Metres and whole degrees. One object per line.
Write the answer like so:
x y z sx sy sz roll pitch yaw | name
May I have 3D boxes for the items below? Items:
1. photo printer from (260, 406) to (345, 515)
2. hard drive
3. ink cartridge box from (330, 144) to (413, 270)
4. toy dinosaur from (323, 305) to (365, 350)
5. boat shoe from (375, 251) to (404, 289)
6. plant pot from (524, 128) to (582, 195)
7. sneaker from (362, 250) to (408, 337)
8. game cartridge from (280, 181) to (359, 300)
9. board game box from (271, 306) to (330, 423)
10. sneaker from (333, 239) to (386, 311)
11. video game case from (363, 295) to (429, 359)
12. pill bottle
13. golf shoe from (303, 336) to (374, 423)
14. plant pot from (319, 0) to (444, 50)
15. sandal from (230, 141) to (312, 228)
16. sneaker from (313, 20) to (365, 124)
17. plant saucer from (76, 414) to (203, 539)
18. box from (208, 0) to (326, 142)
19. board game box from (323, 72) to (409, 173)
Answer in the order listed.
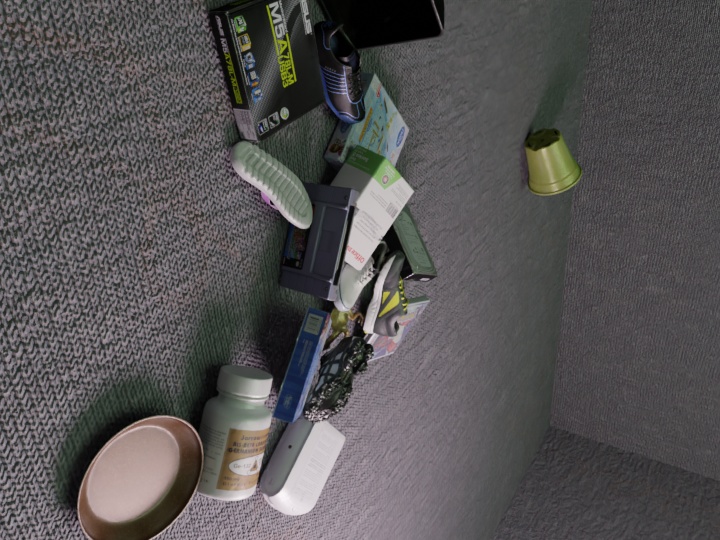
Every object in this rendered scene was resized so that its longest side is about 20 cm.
-0.122 0.405 1.246 0.200 0.069 0.166 -63 146 -21 | photo printer
0.100 -0.072 1.351 0.140 0.038 0.200 6 57 -59 | hard drive
-0.003 -0.121 1.181 0.200 0.084 0.145 -56 146 -2 | ink cartridge box
-0.034 0.089 1.282 0.101 0.058 0.200 22 82 -58 | toy dinosaur
0.066 0.035 1.426 0.065 0.073 0.200 -14 123 -30 | boat shoe
0.687 -0.409 2.179 0.201 0.200 0.184 -57 133 -30 | plant pot
0.069 0.052 1.270 0.074 0.084 0.200 -60 168 -66 | sneaker
-0.079 -0.056 1.081 0.038 0.129 0.201 10 92 -57 | game cartridge
-0.105 0.177 1.127 0.199 0.043 0.200 102 6 -82 | board game box
0.000 0.000 1.256 0.073 0.071 0.200 52 43 -32 | sneaker
0.072 0.144 1.437 0.200 0.023 0.182 -6 132 -58 | video game case
-0.212 0.267 1.001 0.114 0.114 0.201 12 90 -59 | pill bottle
-0.055 0.222 1.230 0.200 0.094 0.078 -51 121 -15 | golf shoe
0.044 -0.539 1.054 0.200 0.200 0.178 52 47 -52 | plant pot
-0.152 -0.145 1.013 0.203 0.050 0.083 46 47 -41 | sandal
-0.029 -0.351 1.074 0.070 0.078 0.200 -54 132 -26 | sneaker
-0.327 0.307 0.883 0.200 0.037 0.201 -16 111 -47 | plant saucer
-0.140 -0.336 0.957 0.193 0.047 0.200 -43 136 -40 | box
0.019 -0.269 1.248 0.200 0.041 0.200 43 65 -56 | board game box
